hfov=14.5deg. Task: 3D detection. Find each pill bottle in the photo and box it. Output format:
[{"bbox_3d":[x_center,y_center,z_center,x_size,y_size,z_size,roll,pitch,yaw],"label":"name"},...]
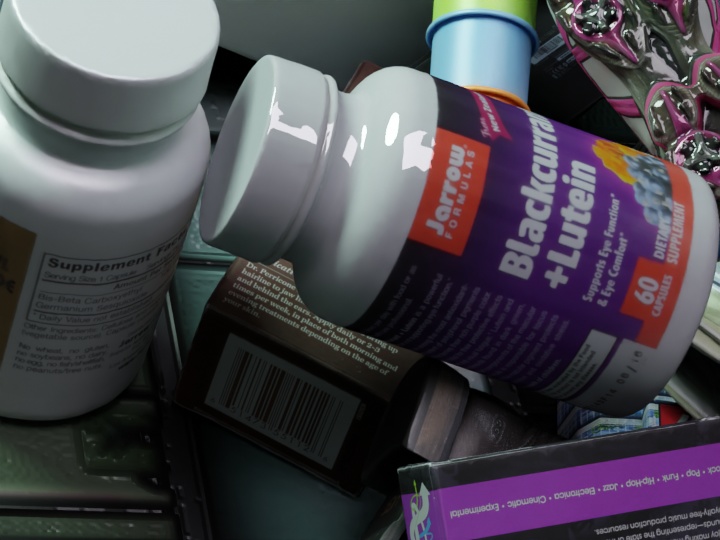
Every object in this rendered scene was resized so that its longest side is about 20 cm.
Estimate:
[{"bbox_3d":[-0.126,-0.040,1.211,0.114,0.201,0.115,11,45,-11],"label":"pill bottle"},{"bbox_3d":[0.039,-0.019,1.182,0.199,0.112,0.112,18,43,-16],"label":"pill bottle"}]

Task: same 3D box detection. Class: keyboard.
[{"bbox_3d":[0.110,-0.090,1.388,0.127,0.021,0.200,35,45,19],"label":"keyboard"}]

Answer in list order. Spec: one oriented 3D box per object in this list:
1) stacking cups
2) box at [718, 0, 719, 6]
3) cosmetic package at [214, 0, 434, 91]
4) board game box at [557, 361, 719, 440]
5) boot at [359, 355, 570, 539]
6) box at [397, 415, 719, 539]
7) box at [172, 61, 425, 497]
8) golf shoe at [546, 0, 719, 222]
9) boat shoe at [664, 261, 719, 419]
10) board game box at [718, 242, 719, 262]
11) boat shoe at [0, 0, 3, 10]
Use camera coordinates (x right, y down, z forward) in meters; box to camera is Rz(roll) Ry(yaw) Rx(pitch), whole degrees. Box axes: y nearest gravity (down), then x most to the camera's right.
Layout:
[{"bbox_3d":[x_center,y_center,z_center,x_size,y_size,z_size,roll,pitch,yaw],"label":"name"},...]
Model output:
[{"bbox_3d":[0.060,-0.090,1.304,0.060,0.061,0.201,9,64,-14],"label":"stacking cups"},{"bbox_3d":[0.187,-0.204,1.411,0.112,0.102,0.200,41,55,18],"label":"box"},{"bbox_3d":[-0.052,-0.214,1.422,0.199,0.123,0.201,19,37,-38],"label":"cosmetic package"},{"bbox_3d":[0.193,0.101,1.309,0.199,0.062,0.201,13,44,-11],"label":"board game box"},{"bbox_3d":[0.075,0.143,1.191,0.173,0.069,0.201,25,71,-13],"label":"boot"},{"bbox_3d":[0.097,0.168,1.151,0.142,0.036,0.201,-6,85,-27],"label":"box"},{"bbox_3d":[0.000,0.000,1.319,0.100,0.075,0.200,27,46,5],"label":"box"},{"bbox_3d":[0.137,-0.096,1.292,0.072,0.092,0.201,-27,65,2],"label":"golf shoe"},{"bbox_3d":[0.198,0.074,1.250,0.062,0.072,0.200,-26,52,-33],"label":"boat shoe"},{"bbox_3d":[0.274,-0.039,1.351,0.200,0.056,0.196,38,64,16],"label":"board game box"},{"bbox_3d":[-0.142,-0.112,1.373,0.074,0.062,0.201,-1,48,-20],"label":"boat shoe"}]
